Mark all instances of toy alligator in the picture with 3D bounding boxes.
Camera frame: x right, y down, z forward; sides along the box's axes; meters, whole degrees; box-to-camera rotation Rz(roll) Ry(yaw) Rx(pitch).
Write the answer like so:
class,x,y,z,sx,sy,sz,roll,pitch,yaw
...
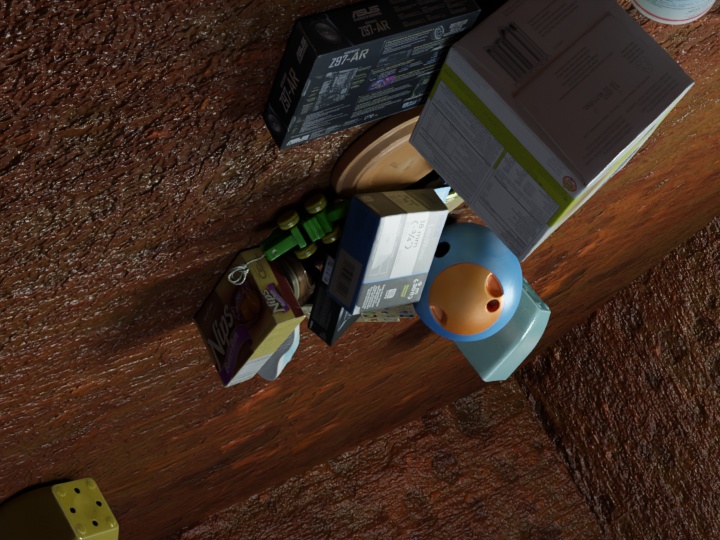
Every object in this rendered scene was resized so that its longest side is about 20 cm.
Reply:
class,x,y,z,sx,sy,sz,roll,pitch,yaw
toy alligator,-0.092,-0.048,1.327,0.198,0.060,0.054,-30,-155,1

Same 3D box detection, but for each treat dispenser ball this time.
class,x,y,z,sx,sy,sz,roll,pitch,yaw
treat dispenser ball,0.181,0.020,1.737,0.198,0.203,0.201,-27,164,-8

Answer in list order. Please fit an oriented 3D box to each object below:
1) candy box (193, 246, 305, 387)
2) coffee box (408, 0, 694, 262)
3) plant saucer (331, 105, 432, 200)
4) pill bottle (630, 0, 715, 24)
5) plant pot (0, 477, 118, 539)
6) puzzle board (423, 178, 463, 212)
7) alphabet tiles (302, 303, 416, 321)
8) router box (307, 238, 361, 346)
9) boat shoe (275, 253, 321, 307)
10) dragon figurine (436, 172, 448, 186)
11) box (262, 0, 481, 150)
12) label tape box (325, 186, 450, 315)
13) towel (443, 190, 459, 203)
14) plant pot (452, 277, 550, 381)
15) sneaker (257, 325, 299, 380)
class,x,y,z,sx,sy,sz,roll,pitch,yaw
candy box,-0.162,0.067,1.427,0.056,0.118,0.200,-15,159,-39
coffee box,0.203,-0.174,1.117,0.199,0.200,0.198,-39,170,-23
plant saucer,0.054,-0.150,1.311,0.198,0.033,0.201,-28,163,-9
pill bottle,0.349,-0.356,1.069,0.107,0.110,0.200,-29,164,-2
plant pot,-0.572,0.502,1.893,0.200,0.197,0.193,-42,161,19
puzzle board,0.104,-0.099,1.585,0.199,0.018,0.150,-37,164,25
alphabet tiles,-0.003,0.070,1.744,0.195,0.006,0.167,-1,166,7
router box,0.000,0.000,1.491,0.157,0.052,0.201,-44,164,-33
boat shoe,-0.093,0.007,1.472,0.067,0.073,0.200,-31,174,-12
dragon figurine,0.150,-0.142,1.365,0.200,0.098,0.060,50,64,-78
box,0.009,-0.208,1.027,0.197,0.044,0.161,-22,162,-26
label tape box,0.058,-0.031,1.361,0.198,0.063,0.147,-10,125,-44
towel,0.157,-0.117,1.513,0.198,0.018,0.085,-20,-178,-35
plant pot,0.324,0.115,2.327,0.200,0.197,0.196,-43,161,15
sneaker,-0.136,0.104,1.709,0.082,0.073,0.201,-55,177,-37
